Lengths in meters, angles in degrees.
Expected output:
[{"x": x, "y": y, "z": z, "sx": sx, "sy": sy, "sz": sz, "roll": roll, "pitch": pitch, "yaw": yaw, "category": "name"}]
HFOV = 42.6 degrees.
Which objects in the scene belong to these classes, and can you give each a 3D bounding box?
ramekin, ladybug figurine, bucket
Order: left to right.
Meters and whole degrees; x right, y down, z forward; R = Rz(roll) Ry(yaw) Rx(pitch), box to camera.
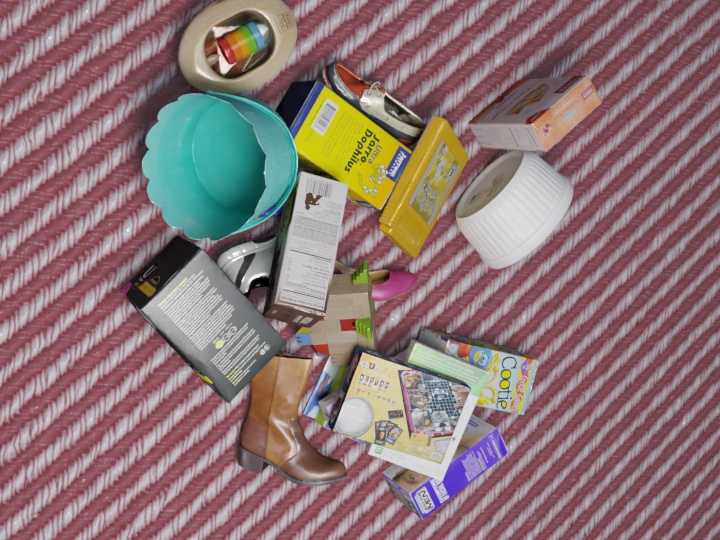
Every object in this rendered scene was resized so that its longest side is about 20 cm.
[{"x": -0.195, "y": -0.155, "z": 1.325, "sx": 0.204, "sy": 0.135, "sz": 0.210, "roll": 6, "pitch": 107, "yaw": 18, "category": "bucket"}, {"x": -0.185, "y": -0.338, "z": 1.381, "sx": 0.198, "sy": 0.072, "sz": 0.137, "roll": -30, "pitch": 109, "yaw": -18, "category": "ladybug figurine"}, {"x": 0.252, "y": -0.112, "z": 1.566, "sx": 0.105, "sy": 0.200, "sz": 0.201, "roll": 41, "pitch": 80, "yaw": -16, "category": "ramekin"}]

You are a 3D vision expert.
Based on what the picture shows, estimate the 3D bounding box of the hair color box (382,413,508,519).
[{"x": 0.150, "y": 0.341, "z": 1.639, "sx": 0.199, "sy": 0.109, "sz": 0.065, "roll": -34, "pitch": 112, "yaw": -17, "category": "hair color box"}]

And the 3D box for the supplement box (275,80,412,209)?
[{"x": -0.038, "y": -0.196, "z": 1.455, "sx": 0.199, "sy": 0.109, "sz": 0.110, "roll": 33, "pitch": 84, "yaw": -26, "category": "supplement box"}]

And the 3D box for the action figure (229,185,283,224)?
[{"x": -0.116, "y": -0.107, "z": 1.470, "sx": 0.197, "sy": 0.052, "sz": 0.067, "roll": -3, "pitch": 95, "yaw": -27, "category": "action figure"}]

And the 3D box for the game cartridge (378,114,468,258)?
[{"x": 0.106, "y": -0.132, "z": 1.523, "sx": 0.202, "sy": 0.032, "sz": 0.176, "roll": -64, "pitch": 157, "yaw": -4, "category": "game cartridge"}]

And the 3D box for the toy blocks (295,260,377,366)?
[{"x": -0.046, "y": 0.082, "z": 1.485, "sx": 0.134, "sy": 0.101, "sz": 0.202, "roll": -3, "pitch": 128, "yaw": 6, "category": "toy blocks"}]

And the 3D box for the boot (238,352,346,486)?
[{"x": -0.098, "y": 0.233, "z": 1.489, "sx": 0.186, "sy": 0.068, "sz": 0.203, "roll": 13, "pitch": 102, "yaw": 13, "category": "boot"}]

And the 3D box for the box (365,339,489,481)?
[{"x": 0.110, "y": 0.232, "z": 1.531, "sx": 0.143, "sy": 0.036, "sz": 0.202, "roll": 23, "pitch": 95, "yaw": -15, "category": "box"}]

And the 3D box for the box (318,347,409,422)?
[{"x": 0.024, "y": 0.191, "z": 1.539, "sx": 0.198, "sy": 0.041, "sz": 0.039, "roll": -29, "pitch": 110, "yaw": -21, "category": "box"}]

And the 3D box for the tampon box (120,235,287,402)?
[{"x": -0.237, "y": 0.070, "z": 1.383, "sx": 0.126, "sy": 0.149, "sz": 0.201, "roll": -45, "pitch": 114, "yaw": -13, "category": "tampon box"}]

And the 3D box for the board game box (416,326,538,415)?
[{"x": 0.198, "y": 0.177, "z": 1.636, "sx": 0.198, "sy": 0.105, "sz": 0.105, "roll": 15, "pitch": 93, "yaw": -27, "category": "board game box"}]

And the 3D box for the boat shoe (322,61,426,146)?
[{"x": 0.024, "y": -0.270, "z": 1.485, "sx": 0.199, "sy": 0.062, "sz": 0.072, "roll": 38, "pitch": 46, "yaw": -28, "category": "boat shoe"}]

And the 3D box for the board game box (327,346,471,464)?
[{"x": 0.063, "y": 0.216, "z": 1.475, "sx": 0.198, "sy": 0.035, "sz": 0.137, "roll": 20, "pitch": 96, "yaw": -18, "category": "board game box"}]

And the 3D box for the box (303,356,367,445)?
[{"x": 0.013, "y": 0.234, "z": 1.589, "sx": 0.198, "sy": 0.048, "sz": 0.123, "roll": 28, "pitch": 85, "yaw": -27, "category": "box"}]

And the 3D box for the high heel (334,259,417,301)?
[{"x": 0.000, "y": 0.000, "z": 1.533, "sx": 0.197, "sy": 0.067, "sz": 0.097, "roll": -8, "pitch": 113, "yaw": -11, "category": "high heel"}]

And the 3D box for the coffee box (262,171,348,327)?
[{"x": -0.083, "y": -0.028, "z": 1.371, "sx": 0.079, "sy": 0.113, "sz": 0.203, "roll": 13, "pitch": 75, "yaw": -13, "category": "coffee box"}]

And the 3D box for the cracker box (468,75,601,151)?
[{"x": 0.288, "y": -0.264, "z": 1.550, "sx": 0.134, "sy": 0.199, "sz": 0.058, "roll": -40, "pitch": 113, "yaw": -14, "category": "cracker box"}]

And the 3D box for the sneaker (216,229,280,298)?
[{"x": -0.123, "y": -0.018, "z": 1.454, "sx": 0.198, "sy": 0.074, "sz": 0.081, "roll": -25, "pitch": 69, "yaw": -14, "category": "sneaker"}]
